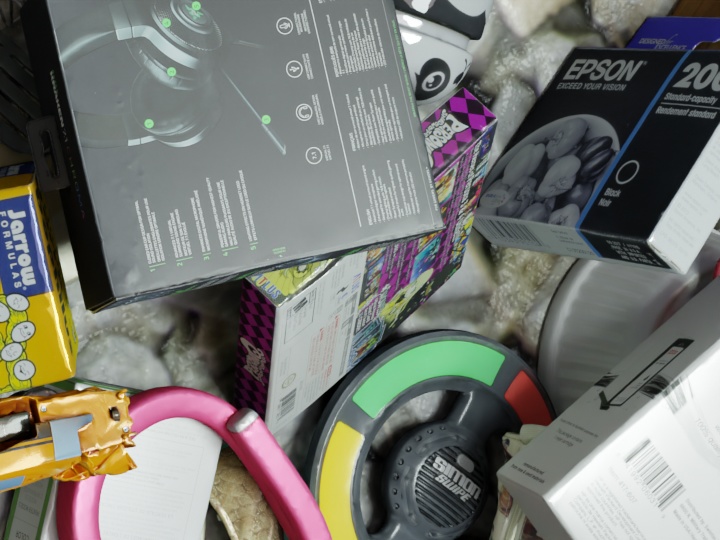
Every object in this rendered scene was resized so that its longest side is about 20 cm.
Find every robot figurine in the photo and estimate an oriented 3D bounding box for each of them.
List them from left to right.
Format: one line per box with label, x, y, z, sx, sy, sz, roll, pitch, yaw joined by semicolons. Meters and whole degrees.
robot figurine;-0.227;0.104;1.290;0.199;0.145;0.059;-12;87;-24
robot figurine;0.031;-0.199;1.479;0.150;0.125;0.201;16;93;-32

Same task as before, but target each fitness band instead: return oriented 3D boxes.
fitness band;-0.094;0.164;1.424;0.143;0.037;0.201;-39;110;-21

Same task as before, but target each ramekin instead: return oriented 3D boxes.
ramekin;0.226;0.068;1.635;0.201;0.094;0.204;-3;96;-29

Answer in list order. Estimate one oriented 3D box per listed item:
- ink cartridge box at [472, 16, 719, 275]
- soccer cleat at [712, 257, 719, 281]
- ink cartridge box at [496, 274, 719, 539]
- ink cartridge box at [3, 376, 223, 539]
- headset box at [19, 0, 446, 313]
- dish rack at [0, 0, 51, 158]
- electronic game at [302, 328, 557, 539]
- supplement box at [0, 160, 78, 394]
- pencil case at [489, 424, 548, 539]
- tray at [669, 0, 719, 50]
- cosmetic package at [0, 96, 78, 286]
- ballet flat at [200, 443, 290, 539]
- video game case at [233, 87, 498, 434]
ink cartridge box;0.183;-0.095;1.539;0.043;0.198;0.200;43;72;-28
soccer cleat;0.292;0.057;1.588;0.076;0.067;0.201;-47;115;-38
ink cartridge box;0.209;0.120;1.487;0.200;0.084;0.146;-40;107;-11
ink cartridge box;-0.156;0.169;1.445;0.103;0.059;0.201;13;88;-30
headset box;-0.077;-0.081;1.291;0.199;0.093;0.175;-14;89;-16
dish rack;-0.165;-0.164;1.373;0.153;0.055;0.200;40;68;19
electronic game;0.050;0.138;1.567;0.199;0.042;0.201;-4;97;-31
supplement box;-0.261;0.018;1.305;0.199;0.110;0.109;-12;100;-4
pencil case;0.108;0.197;1.548;0.089;0.077;0.201;9;96;-59
tray;0.235;-0.148;1.619;0.037;0.099;0.200;42;74;-24
cosmetic package;-0.132;-0.071;1.432;0.199;0.071;0.106;-28;107;-25
ballet flat;-0.067;0.201;1.507;0.065;0.071;0.201;-11;98;-1
video game case;0.000;0.000;1.455;0.181;0.200;0.036;-41;74;-20
